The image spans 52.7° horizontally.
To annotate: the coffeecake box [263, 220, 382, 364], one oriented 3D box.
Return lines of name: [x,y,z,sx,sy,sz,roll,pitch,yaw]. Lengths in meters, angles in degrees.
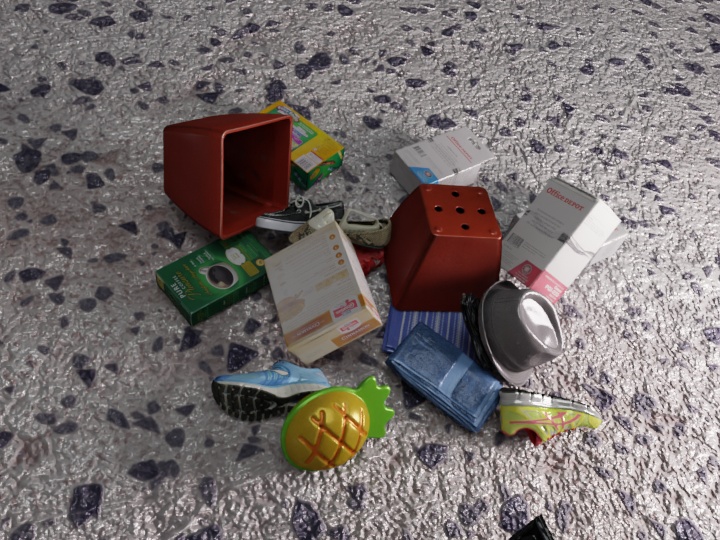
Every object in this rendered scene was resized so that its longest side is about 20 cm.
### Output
coffeecake box: [-0.069,0.037,1.265,0.153,0.073,0.200,-28,52,10]

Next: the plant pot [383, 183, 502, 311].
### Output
plant pot: [0.164,-0.055,1.377,0.199,0.176,0.200,2,48,-13]

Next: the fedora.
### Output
fedora: [0.295,0.104,1.281,0.200,0.090,0.177,54,47,-21]

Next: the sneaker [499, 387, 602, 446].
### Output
sneaker: [0.324,0.260,1.259,0.200,0.078,0.090,12,84,-14]

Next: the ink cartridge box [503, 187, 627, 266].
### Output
ink cartridge box: [0.427,-0.073,1.514,0.200,0.083,0.145,-21,60,-25]

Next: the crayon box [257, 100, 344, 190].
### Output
crayon box: [-0.148,-0.272,1.566,0.200,0.058,0.119,38,55,17]

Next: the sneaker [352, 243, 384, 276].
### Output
sneaker: [0.000,0.000,1.379,0.115,0.078,0.200,-4,56,-13]

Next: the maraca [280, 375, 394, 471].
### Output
maraca: [-0.035,0.244,1.160,0.200,0.137,0.107,-20,25,-23]

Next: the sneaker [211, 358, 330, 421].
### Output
sneaker: [-0.149,0.195,1.218,0.200,0.078,0.090,4,35,-14]

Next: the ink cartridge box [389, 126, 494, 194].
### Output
ink cartridge box: [0.180,-0.232,1.596,0.200,0.067,0.116,-23,60,-25]

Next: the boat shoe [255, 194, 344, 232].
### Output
boat shoe: [-0.112,-0.112,1.404,0.199,0.068,0.074,-3,12,-34]

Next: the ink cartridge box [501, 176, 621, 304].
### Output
ink cartridge box: [0.361,-0.059,1.358,0.085,0.200,0.146,30,10,-31]

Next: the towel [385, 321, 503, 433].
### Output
towel: [0.150,0.183,1.270,0.200,0.049,0.112,37,63,10]

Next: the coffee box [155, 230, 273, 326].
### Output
coffee box: [-0.261,0.007,1.340,0.200,0.044,0.123,-32,63,-30]

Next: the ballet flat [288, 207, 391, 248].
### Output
ballet flat: [-0.034,-0.082,1.359,0.200,0.075,0.068,1,34,-19]

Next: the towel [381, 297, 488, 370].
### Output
towel: [0.145,0.117,1.358,0.200,0.024,0.145,14,50,-3]

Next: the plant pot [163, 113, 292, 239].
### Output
plant pot: [-0.262,-0.200,1.380,0.176,0.200,0.200,20,29,27]

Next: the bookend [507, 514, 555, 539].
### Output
bookend: [0.154,0.440,0.999,0.200,0.199,0.092,-14,59,-20]

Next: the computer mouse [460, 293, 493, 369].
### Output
computer mouse: [0.247,0.095,1.340,0.200,0.053,0.139,-15,89,-47]
